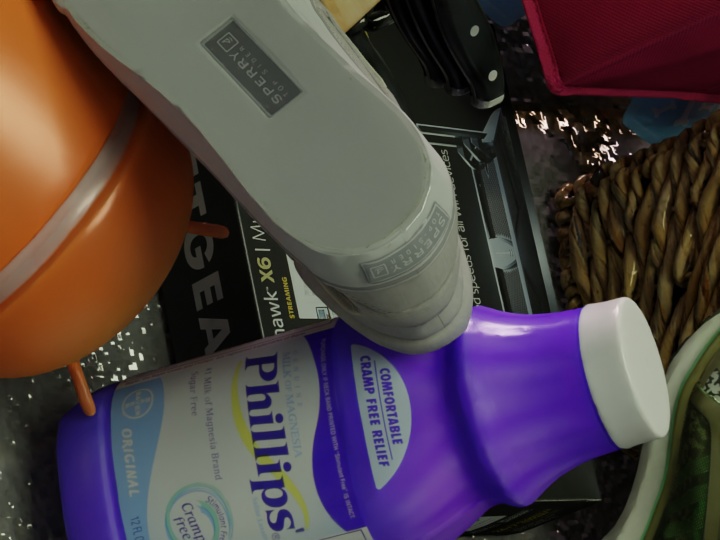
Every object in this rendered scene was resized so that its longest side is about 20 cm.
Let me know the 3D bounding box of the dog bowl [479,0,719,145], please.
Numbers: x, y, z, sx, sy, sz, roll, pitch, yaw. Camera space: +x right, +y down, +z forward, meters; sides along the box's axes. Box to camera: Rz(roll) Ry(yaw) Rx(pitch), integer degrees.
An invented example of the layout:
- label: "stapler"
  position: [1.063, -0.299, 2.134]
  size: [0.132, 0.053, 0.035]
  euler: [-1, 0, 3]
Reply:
- label: "dog bowl"
  position: [0.090, -0.128, 1.200]
  size: [0.200, 0.050, 0.112]
  euler: [36, 25, -34]

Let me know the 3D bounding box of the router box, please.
- label: "router box"
  position: [0.000, 0.000, 1.082]
  size: [0.157, 0.052, 0.200]
  euler: [4, 68, -43]

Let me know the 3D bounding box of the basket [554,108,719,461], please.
- label: "basket"
  position: [0.202, 0.018, 1.200]
  size: [0.200, 0.149, 0.143]
  euler: [13, 62, -41]

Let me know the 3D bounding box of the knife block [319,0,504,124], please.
- label: "knife block"
  position: [-0.010, -0.124, 0.959]
  size: [0.176, 0.200, 0.064]
  euler: [45, 73, 0]

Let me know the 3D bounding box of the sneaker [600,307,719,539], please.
- label: "sneaker"
  position: [0.146, 0.098, 1.084]
  size: [0.077, 0.089, 0.200]
  euler: [20, 96, -47]

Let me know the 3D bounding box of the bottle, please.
- label: "bottle"
  position: [0.000, 0.057, 0.946]
  size: [0.065, 0.200, 0.084]
  euler: [30, 48, -64]

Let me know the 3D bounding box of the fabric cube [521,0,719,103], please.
- label: "fabric cube"
  position: [0.178, -0.187, 1.110]
  size: [0.200, 0.199, 0.196]
  euler: [-3, 72, -50]

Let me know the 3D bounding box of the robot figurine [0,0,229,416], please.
- label: "robot figurine"
  position: [-0.137, -0.043, 0.927]
  size: [0.200, 0.117, 0.144]
  euler: [41, 30, -20]

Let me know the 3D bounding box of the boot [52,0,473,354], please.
- label: "boot"
  position: [-0.036, -0.055, 0.917]
  size: [0.200, 0.074, 0.096]
  euler: [55, -6, 27]
